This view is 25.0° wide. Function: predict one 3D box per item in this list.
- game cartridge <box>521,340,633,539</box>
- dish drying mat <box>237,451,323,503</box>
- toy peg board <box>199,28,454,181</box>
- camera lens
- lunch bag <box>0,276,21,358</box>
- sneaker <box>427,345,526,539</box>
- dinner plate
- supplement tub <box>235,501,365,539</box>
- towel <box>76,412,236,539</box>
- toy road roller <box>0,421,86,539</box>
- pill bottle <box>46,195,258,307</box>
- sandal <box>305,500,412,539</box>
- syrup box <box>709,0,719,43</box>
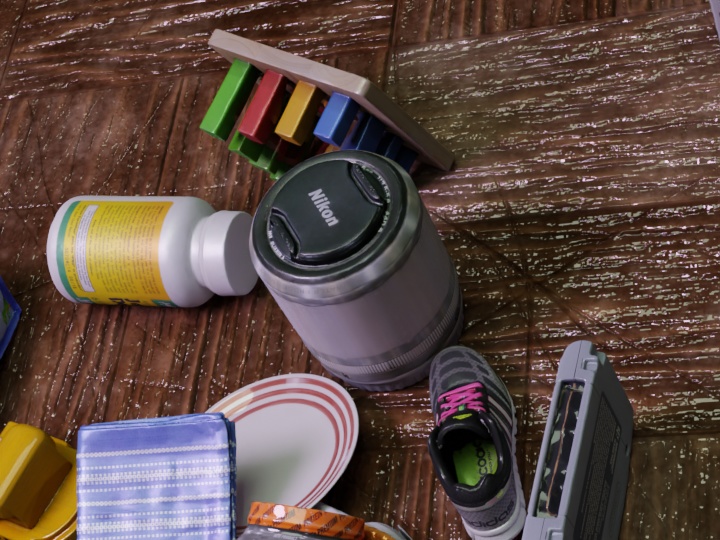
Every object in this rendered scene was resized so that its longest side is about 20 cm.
[{"bbox_3d":[0.181,0.176,1.328,0.041,0.133,0.200,2,56,23],"label":"game cartridge"},{"bbox_3d":[-0.133,0.228,1.496,0.200,0.018,0.077,-24,51,4],"label":"dish drying mat"},{"bbox_3d":[-0.043,-0.134,1.620,0.199,0.200,0.098,23,85,33],"label":"toy peg board"},{"bbox_3d":[0.000,0.000,1.487,0.160,0.200,0.160,-11,53,15],"label":"camera lens"},{"bbox_3d":[-0.468,0.078,1.658,0.170,0.128,0.200,-6,43,19],"label":"lunch bag"},{"bbox_3d":[0.096,0.138,1.421,0.074,0.087,0.200,-17,51,11],"label":"sneaker"},{"bbox_3d":[-0.090,0.175,1.487,0.200,0.024,0.200,-18,36,13],"label":"dinner plate"},{"bbox_3d":[-0.058,0.294,1.316,0.122,0.123,0.200,3,77,24],"label":"supplement tub"},{"bbox_3d":[-0.178,0.226,1.409,0.144,0.024,0.200,-5,74,7],"label":"towel"},{"bbox_3d":[-0.315,0.200,1.502,0.200,0.146,0.123,14,62,35],"label":"toy road roller"},{"bbox_3d":[-0.206,-0.019,1.644,0.200,0.113,0.113,1,57,23],"label":"pill bottle"},{"bbox_3d":[0.014,0.248,1.391,0.207,0.059,0.079,28,107,53],"label":"sandal"},{"bbox_3d":[0.366,-0.301,1.553,0.081,0.200,0.079,-12,52,14],"label":"syrup box"}]
